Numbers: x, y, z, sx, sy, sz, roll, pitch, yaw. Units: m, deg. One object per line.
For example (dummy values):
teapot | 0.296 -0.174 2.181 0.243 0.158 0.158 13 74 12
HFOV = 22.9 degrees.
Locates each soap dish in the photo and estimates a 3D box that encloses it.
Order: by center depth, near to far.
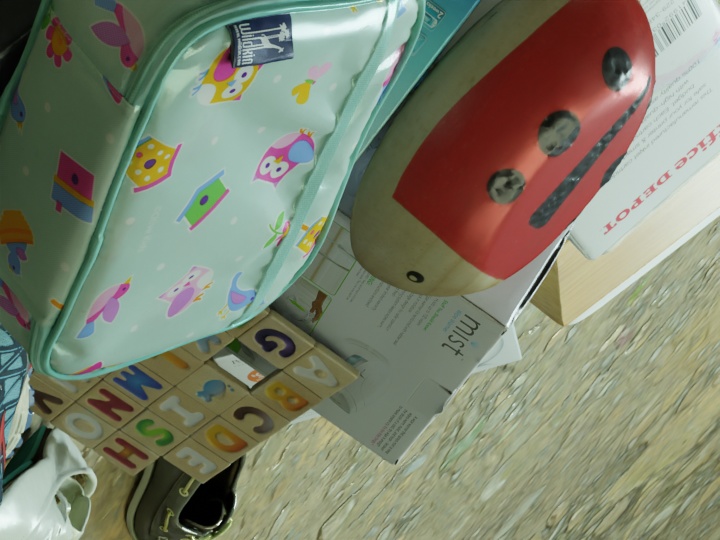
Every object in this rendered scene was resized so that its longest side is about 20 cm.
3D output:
soap dish | 0.168 -0.068 1.286 0.200 0.157 0.081 -36 138 -13

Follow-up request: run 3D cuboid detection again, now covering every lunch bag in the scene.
lunch bag | -0.062 -0.054 0.706 0.160 0.077 0.200 -15 144 -45

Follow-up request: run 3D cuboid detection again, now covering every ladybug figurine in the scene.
ladybug figurine | 0.079 -0.063 0.879 0.200 0.072 0.136 -53 150 13

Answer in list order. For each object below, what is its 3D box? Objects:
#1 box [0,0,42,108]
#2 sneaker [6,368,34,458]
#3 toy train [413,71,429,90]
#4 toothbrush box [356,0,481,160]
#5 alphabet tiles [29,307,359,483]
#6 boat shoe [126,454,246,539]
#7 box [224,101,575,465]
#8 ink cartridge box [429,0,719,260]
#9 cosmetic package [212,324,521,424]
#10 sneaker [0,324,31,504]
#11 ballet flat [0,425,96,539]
box | -0.174 -0.104 0.732 0.200 0.148 0.104 -39 155 -5
sneaker | -0.257 0.098 1.015 0.085 0.077 0.200 1 131 -50
toy train | 0.050 -0.186 1.007 0.200 0.087 0.114 -47 146 12
toothbrush box | -0.039 -0.123 0.874 0.200 0.146 0.085 -53 -178 17
alphabet tiles | -0.124 0.059 1.064 0.200 0.167 0.008 -37 -154 41
boat shoe | -0.127 0.170 1.329 0.072 0.060 0.202 -26 150 -31
box | 0.000 0.000 1.042 0.097 0.176 0.200 -55 178 -34
ink cartridge box | 0.131 -0.115 1.011 0.148 0.086 0.200 -41 146 3
cosmetic package | 0.005 0.042 1.243 0.200 0.052 0.151 -16 152 5
sneaker | -0.200 0.088 0.896 0.079 0.096 0.200 -2 138 -19
ballet flat | -0.199 0.147 1.085 0.069 0.069 0.200 -47 -176 10
